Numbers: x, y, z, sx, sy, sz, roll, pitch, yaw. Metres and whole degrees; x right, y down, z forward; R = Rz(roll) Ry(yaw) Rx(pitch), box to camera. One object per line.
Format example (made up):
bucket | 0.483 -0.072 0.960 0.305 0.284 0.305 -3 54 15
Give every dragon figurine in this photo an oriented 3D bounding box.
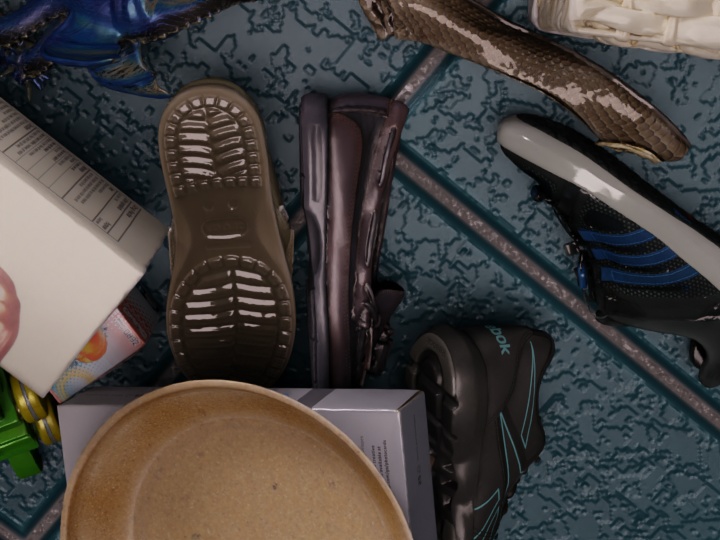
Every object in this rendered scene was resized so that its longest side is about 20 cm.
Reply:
dragon figurine | -0.126 -0.124 0.805 0.200 0.059 0.099 22 88 34

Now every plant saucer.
plant saucer | -0.057 0.148 0.784 0.200 0.035 0.200 5 103 20

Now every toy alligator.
toy alligator | -0.209 0.064 0.851 0.059 0.200 0.054 -21 67 -5

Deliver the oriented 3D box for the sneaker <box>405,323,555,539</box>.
sneaker | 0.070 0.119 0.893 0.079 0.075 0.200 -12 124 -27

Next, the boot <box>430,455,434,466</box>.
boot | -0.064 0.123 0.882 0.155 0.077 0.200 43 132 -3

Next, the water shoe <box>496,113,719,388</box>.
water shoe | 0.146 -0.007 0.858 0.200 0.072 0.079 35 105 -8

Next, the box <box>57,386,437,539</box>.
box | -0.059 0.141 0.825 0.200 0.041 0.156 0 101 23

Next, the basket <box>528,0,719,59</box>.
basket | 0.194 -0.171 0.784 0.200 0.123 0.136 7 105 0

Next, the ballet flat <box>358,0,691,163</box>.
ballet flat | 0.085 -0.107 0.832 0.200 0.067 0.046 31 91 -2

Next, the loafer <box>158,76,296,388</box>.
loafer | -0.071 -0.020 0.864 0.076 0.068 0.200 3 122 3

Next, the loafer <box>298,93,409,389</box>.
loafer | 0.000 0.000 0.866 0.063 0.072 0.200 -3 103 -2

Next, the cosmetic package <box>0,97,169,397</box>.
cosmetic package | -0.203 -0.040 0.770 0.200 0.103 0.087 38 100 -7

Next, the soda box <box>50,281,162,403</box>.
soda box | -0.198 -0.028 0.861 0.064 0.068 0.200 -34 101 10
